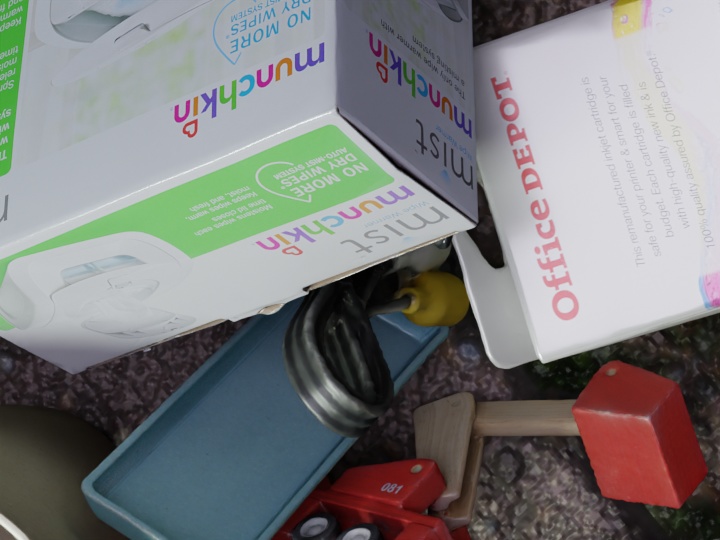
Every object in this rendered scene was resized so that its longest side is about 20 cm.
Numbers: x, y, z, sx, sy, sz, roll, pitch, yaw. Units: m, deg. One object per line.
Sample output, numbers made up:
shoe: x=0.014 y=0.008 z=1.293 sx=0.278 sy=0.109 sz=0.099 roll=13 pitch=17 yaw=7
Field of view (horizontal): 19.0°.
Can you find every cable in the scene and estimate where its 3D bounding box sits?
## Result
cable: x=0.000 y=0.000 z=0.868 sx=0.050 sy=0.200 sz=0.097 roll=-36 pitch=94 yaw=13

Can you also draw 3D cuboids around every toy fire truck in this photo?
toy fire truck: x=0.030 y=0.091 z=0.916 sx=0.199 sy=0.141 sz=0.049 roll=7 pitch=130 yaw=45

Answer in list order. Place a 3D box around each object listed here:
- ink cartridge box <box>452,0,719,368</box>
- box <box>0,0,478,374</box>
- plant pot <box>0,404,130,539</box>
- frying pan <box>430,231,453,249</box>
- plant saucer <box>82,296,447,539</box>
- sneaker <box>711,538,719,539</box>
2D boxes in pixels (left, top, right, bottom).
ink cartridge box: x=0.133 y=-0.046 z=0.876 sx=0.199 sy=0.125 sz=0.129 roll=-17 pitch=86 yaw=14
box: x=-0.061 y=-0.077 z=0.826 sx=0.199 sy=0.097 sz=0.177 roll=-19 pitch=54 yaw=30
plant pot: x=-0.165 y=0.131 z=0.901 sx=0.186 sy=0.200 sz=0.189 roll=3 pitch=106 yaw=11
frying pan: x=0.010 y=-0.063 z=0.873 sx=0.031 sy=0.115 sz=0.191 roll=12 pitch=55 yaw=-11
plant saucer: x=-0.035 y=0.060 z=0.887 sx=0.070 sy=0.200 sz=0.019 roll=31 pitch=128 yaw=11
sneaker: x=0.110 y=0.211 z=0.895 sx=0.113 sy=0.075 sz=0.201 roll=3 pitch=85 yaw=-6
